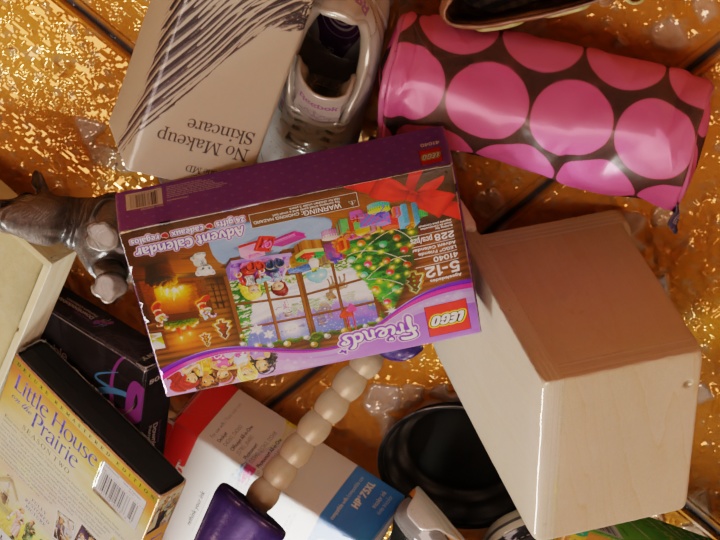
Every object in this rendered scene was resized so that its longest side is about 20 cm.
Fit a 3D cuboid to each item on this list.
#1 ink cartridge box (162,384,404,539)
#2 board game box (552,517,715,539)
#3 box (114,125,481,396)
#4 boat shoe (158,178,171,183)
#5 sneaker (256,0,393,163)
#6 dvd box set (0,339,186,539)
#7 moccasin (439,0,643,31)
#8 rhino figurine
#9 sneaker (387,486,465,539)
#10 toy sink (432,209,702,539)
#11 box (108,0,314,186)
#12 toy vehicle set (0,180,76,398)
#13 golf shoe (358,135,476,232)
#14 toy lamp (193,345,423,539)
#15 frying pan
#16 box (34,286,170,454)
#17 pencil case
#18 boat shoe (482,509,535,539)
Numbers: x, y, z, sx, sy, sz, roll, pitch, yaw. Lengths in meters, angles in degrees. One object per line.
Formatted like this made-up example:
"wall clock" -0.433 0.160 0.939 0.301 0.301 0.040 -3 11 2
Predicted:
"ink cartridge box" -0.083 0.156 1.781 0.199 0.067 0.117 33 130 7
"board game box" 0.213 0.193 1.717 0.199 0.096 0.030 17 100 -12
"box" -0.034 -0.004 1.528 0.198 0.039 0.137 -12 132 1
"boat shoe" -0.104 -0.100 1.598 0.070 0.070 0.201 9 129 7
"sneaker" -0.031 -0.109 1.553 0.074 0.100 0.201 16 131 0
"dvd box set" -0.201 0.163 1.742 0.146 0.029 0.201 41 133 19
"moccasin" 0.135 -0.184 1.462 0.200 0.078 0.074 -11 124 22
"rhino figurine" -0.151 -0.018 1.619 0.198 0.088 0.060 15 109 1
"sneaker" 0.037 0.219 1.765 0.078 0.077 0.201 51 162 27
"toy sink" 0.128 0.047 1.612 0.111 0.200 0.131 -11 129 -14
"box" -0.077 -0.151 1.492 0.082 0.068 0.201 10 115 -21
"toy vehicle set" -0.271 0.020 1.733 0.124 0.026 0.201 41 131 14
"golf shoe" 0.000 0.000 1.623 0.088 0.077 0.200 45 137 12
"toy lamp" -0.038 0.115 1.689 0.058 0.058 0.200 37 92 -15
"frying pan" 0.087 0.107 1.735 0.114 0.031 0.190 29 128 -12
"box" -0.196 0.112 1.760 0.142 0.036 0.201 29 128 28
"pencil case" 0.106 -0.091 1.536 0.198 0.091 0.094 15 162 -1
"boat shoe" 0.124 0.243 1.801 0.074 0.062 0.201 -17 132 -13
